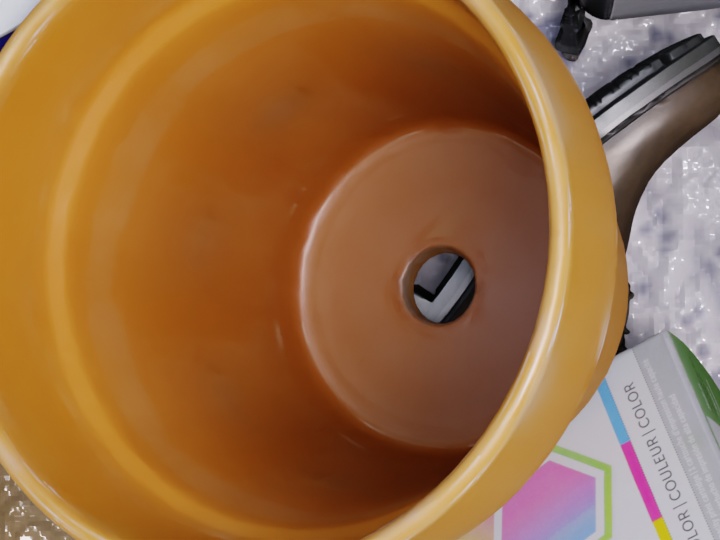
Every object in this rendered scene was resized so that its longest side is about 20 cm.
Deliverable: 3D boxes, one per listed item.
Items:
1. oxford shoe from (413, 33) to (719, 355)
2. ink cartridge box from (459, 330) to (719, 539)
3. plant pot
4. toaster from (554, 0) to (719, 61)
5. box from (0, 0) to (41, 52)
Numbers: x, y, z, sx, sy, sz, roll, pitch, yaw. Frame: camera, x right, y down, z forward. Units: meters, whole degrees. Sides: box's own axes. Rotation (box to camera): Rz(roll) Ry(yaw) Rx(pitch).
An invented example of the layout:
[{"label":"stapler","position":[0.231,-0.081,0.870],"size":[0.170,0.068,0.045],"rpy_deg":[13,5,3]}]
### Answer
[{"label":"oxford shoe","position":[0.075,0.001,0.898],"size":[0.084,0.073,0.200],"rpy_deg":[41,103,2]},{"label":"ink cartridge box","position":[0.048,0.118,0.859],"size":[0.200,0.059,0.104],"rpy_deg":[-29,50,13]},{"label":"plant pot","position":[0.000,0.000,0.780],"size":[0.200,0.183,0.200],"rpy_deg":[-3,83,23]},{"label":"toaster","position":[0.122,-0.187,0.846],"size":[0.119,0.200,0.181],"rpy_deg":[-3,80,2]},{"label":"box","position":[-0.150,-0.140,0.853],"size":[0.105,0.200,0.184],"rpy_deg":[-26,86,3]}]
